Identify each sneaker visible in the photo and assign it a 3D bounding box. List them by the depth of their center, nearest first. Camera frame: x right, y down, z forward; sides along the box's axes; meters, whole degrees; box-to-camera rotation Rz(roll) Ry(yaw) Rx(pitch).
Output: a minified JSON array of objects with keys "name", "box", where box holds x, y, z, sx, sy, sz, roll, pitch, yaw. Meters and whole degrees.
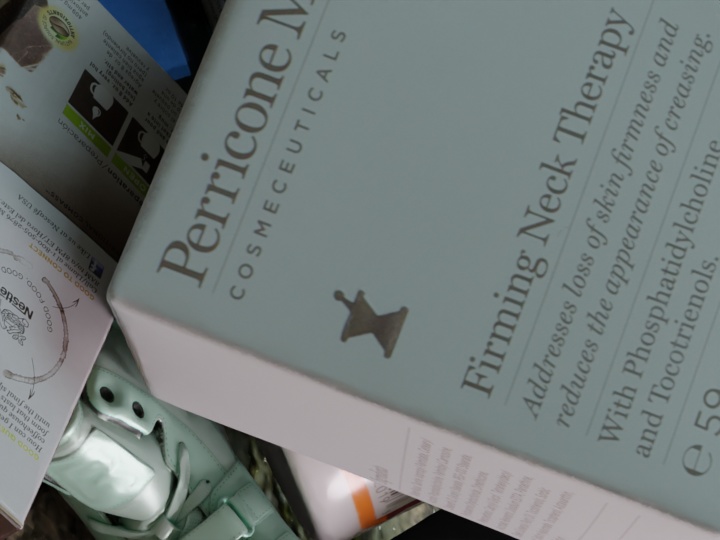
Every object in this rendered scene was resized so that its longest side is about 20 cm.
[{"name":"sneaker","box":[-0.073,0.098,0.846,0.201,0.074,0.118,56,14,26]}]

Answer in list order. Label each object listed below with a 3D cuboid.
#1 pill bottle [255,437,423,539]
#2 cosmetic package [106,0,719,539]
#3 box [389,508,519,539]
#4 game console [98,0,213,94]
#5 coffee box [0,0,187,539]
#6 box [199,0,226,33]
[{"name":"pill bottle","box":[0.049,0.013,0.912,0.114,0.200,0.114,62,-9,18]},{"name":"cosmetic package","box":[0.044,-0.013,0.772,0.200,0.168,0.166,20,-12,4]},{"name":"box","box":[0.088,0.158,0.950,0.200,0.182,0.104,21,42,-55]},{"name":"game console","box":[-0.167,-0.133,0.913,0.171,0.118,0.200,22,40,-54]},{"name":"coffee box","box":[-0.137,0.007,0.750,0.080,0.113,0.200,46,36,-23]},{"name":"box","box":[-0.078,-0.140,0.998,0.041,0.200,0.156,-2,57,-34]}]
